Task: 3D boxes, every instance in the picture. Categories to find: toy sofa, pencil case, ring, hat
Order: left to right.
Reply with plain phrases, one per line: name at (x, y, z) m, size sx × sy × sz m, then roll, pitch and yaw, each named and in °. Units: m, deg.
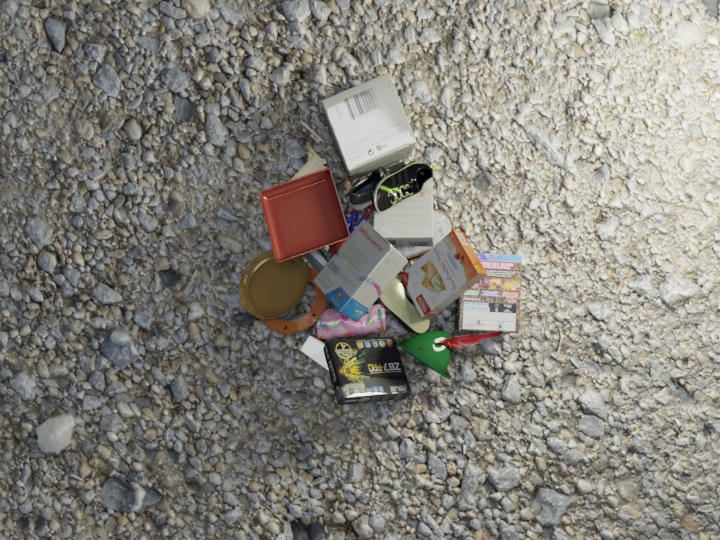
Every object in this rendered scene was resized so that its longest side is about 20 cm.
ring at (-0.176, 0.078, 1.607) m, size 0.196 × 0.019 × 0.204 m, roll -8°, pitch 58°, yaw 13°
toy sofa at (-0.164, -0.221, 1.630) m, size 0.098 × 0.083 × 0.200 m, roll 44°, pitch 88°, yaw 6°
pencil case at (-0.030, 0.131, 1.609) m, size 0.195 × 0.087 × 0.089 m, roll -4°, pitch 87°, yaw 0°
hat at (0.213, 0.161, 1.561) m, size 0.198 × 0.166 × 0.178 m, roll 33°, pitch 91°, yaw -15°

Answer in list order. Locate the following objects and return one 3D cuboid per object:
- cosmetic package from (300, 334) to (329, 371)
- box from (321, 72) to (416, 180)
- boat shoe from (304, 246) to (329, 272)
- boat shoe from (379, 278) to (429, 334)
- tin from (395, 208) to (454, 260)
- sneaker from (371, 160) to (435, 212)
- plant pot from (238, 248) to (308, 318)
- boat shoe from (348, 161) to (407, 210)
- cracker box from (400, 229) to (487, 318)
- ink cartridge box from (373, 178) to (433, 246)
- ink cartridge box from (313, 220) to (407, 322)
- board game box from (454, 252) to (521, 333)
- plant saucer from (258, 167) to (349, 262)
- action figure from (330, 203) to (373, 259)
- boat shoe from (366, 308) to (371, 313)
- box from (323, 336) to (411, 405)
cosmetic package at (-0.063, 0.245, 1.605) m, size 0.198 × 0.083 × 0.051 m, roll 35°, pitch 88°, yaw 2°
box at (0.021, -0.376, 1.613) m, size 0.196 × 0.131 × 0.203 m, roll -22°, pitch 87°, yaw -1°
boat shoe at (-0.121, -0.064, 1.610) m, size 0.068 × 0.074 × 0.199 m, roll -39°, pitch 62°, yaw -16°
boat shoe at (0.100, 0.088, 1.617) m, size 0.074 × 0.063 × 0.202 m, roll -42°, pitch 91°, yaw -16°
tin at (0.159, -0.098, 1.644) m, size 0.196 × 0.042 × 0.114 m, roll -19°, pitch 83°, yaw 0°
sneaker at (0.113, -0.222, 1.578) m, size 0.200 × 0.082 × 0.072 m, roll -42°, pitch 126°, yaw -18°
plant pot at (-0.227, 0.037, 1.612) m, size 0.196 × 0.028 × 0.204 m, roll -6°, pitch 63°, yaw 12°
boat shoe at (0.048, -0.239, 1.615) m, size 0.198 × 0.067 × 0.070 m, roll -33°, pitch 59°, yaw -14°
cracker box at (0.210, 0.012, 1.562) m, size 0.200 × 0.057 × 0.135 m, roll -43°, pitch 61°, yaw 29°
ink cartridge box at (0.116, -0.157, 1.623) m, size 0.156 × 0.048 × 0.203 m, roll 0°, pitch 57°, yaw 7°
ink cartridge box at (0.000, 0.000, 1.491) m, size 0.201 × 0.084 × 0.145 m, roll -51°, pitch 45°, yaw 6°
board game box at (0.333, 0.059, 1.602) m, size 0.156 × 0.097 × 0.205 m, roll 3°, pitch 87°, yaw 1°
plant saucer at (-0.142, -0.137, 1.545) m, size 0.196 × 0.037 × 0.203 m, roll -18°, pitch 73°, yaw 2°
action figure at (-0.033, -0.101, 1.638) m, size 0.065 × 0.052 × 0.203 m, roll 28°, pitch 90°, yaw 17°
boat shoe at (-0.017, 0.038, 1.593) m, size 0.067 × 0.074 × 0.202 m, roll -24°, pitch 53°, yaw 20°
box at (0.016, 0.252, 1.545) m, size 0.196 × 0.049 × 0.164 m, roll 2°, pitch 54°, yaw -28°
